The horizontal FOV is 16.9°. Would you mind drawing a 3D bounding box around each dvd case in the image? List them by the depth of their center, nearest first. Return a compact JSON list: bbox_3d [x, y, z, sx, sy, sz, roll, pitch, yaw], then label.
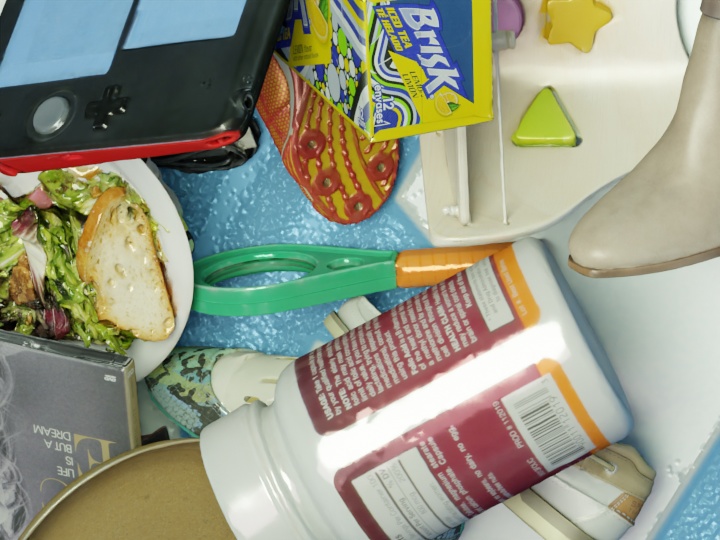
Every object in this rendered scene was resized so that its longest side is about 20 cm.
[{"bbox_3d":[-0.185,0.121,1.335,0.148,0.016,0.201,11,124,20],"label":"dvd case"}]

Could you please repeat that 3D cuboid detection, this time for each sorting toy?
[{"bbox_3d":[0.116,-0.126,1.241,0.179,0.107,0.201,-3,106,0],"label":"sorting toy"}]

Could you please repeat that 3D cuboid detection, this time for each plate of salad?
[{"bbox_3d":[-0.187,-0.005,1.298,0.199,0.048,0.201,7,125,11],"label":"plate of salad"}]

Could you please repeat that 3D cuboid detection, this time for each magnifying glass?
[{"bbox_3d":[0.000,0.000,1.323,0.199,0.080,0.023,-3,107,8],"label":"magnifying glass"}]

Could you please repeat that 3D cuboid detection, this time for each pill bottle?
[{"bbox_3d":[0.027,0.077,1.229,0.199,0.114,0.115,-28,93,7],"label":"pill bottle"}]

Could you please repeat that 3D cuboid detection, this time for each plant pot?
[{"bbox_3d":[-0.114,0.173,1.312,0.027,0.199,0.201,41,118,49],"label":"plant pot"}]

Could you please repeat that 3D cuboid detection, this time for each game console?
[{"bbox_3d":[-0.102,-0.138,1.177,0.176,0.031,0.201,-6,56,38],"label":"game console"}]

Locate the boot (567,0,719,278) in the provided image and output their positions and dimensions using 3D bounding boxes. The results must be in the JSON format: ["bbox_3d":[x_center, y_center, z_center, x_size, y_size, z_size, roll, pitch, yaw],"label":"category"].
[{"bbox_3d":[0.180,-0.092,1.187,0.070,0.199,0.147,30,132,41],"label":"boot"}]

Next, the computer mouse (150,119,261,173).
[{"bbox_3d":[-0.134,-0.146,1.339,0.138,0.053,0.201,-3,102,20],"label":"computer mouse"}]

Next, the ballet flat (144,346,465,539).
[{"bbox_3d":[-0.025,0.085,1.344,0.199,0.074,0.074,29,110,2],"label":"ballet flat"}]

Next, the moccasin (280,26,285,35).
[{"bbox_3d":[-0.111,-0.105,1.242,0.068,0.080,0.200,53,147,-10],"label":"moccasin"}]

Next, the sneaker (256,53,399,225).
[{"bbox_3d":[-0.036,-0.118,1.313,0.073,0.077,0.201,-28,108,-12],"label":"sneaker"}]

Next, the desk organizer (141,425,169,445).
[{"bbox_3d":[-0.134,0.201,1.410,0.077,0.072,0.201,-11,99,23],"label":"desk organizer"}]

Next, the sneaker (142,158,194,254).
[{"bbox_3d":[-0.180,0.004,1.372,0.199,0.075,0.077,-27,107,35],"label":"sneaker"}]

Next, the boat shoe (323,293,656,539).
[{"bbox_3d":[0.071,0.073,1.318,0.200,0.075,0.068,40,92,7],"label":"boat shoe"}]

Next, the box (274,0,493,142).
[{"bbox_3d":[0.001,-0.126,1.173,0.064,0.200,0.070,-9,112,-16],"label":"box"}]
